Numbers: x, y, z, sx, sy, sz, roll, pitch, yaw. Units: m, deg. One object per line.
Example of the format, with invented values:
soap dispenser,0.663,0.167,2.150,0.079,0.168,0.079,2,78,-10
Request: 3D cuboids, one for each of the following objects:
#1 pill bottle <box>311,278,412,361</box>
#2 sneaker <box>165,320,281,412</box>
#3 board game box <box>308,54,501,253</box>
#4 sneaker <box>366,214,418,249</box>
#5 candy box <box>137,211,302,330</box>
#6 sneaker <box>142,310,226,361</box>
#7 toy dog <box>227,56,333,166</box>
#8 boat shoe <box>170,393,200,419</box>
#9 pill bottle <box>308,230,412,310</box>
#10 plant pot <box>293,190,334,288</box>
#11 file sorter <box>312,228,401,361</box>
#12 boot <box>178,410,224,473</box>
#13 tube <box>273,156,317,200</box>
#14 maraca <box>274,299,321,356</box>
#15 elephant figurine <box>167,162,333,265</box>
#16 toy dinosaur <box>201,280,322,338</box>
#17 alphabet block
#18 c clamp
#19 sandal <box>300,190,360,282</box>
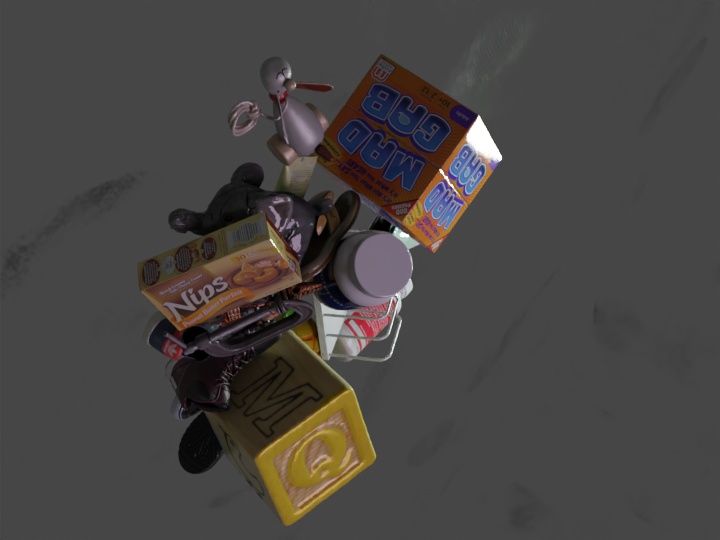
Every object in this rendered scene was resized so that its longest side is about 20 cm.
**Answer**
pill bottle,0.005,0.071,2.110,0.200,0.112,0.113,-43,156,-24
sneaker,-0.203,0.164,1.731,0.199,0.116,0.076,-26,142,-2
board game box,0.078,-0.184,1.772,0.201,0.199,0.200,-54,158,0
sneaker,0.086,-0.093,2.080,0.200,0.074,0.118,-42,161,-22
candy box,-0.195,0.003,1.523,0.198,0.056,0.116,-21,142,10
sneaker,-0.242,0.096,1.683,0.199,0.084,0.075,-20,140,-55
toy dog,-0.086,-0.210,1.542,0.132,0.096,0.200,-57,158,5
boat shoe,-0.232,0.184,1.847,0.200,0.071,0.072,-45,156,-23
pill bottle,0.000,0.000,1.690,0.116,0.116,0.200,-46,-169,-18
plant pot,-0.094,-0.042,1.791,0.200,0.027,0.202,23,90,-85
file sorter,-0.003,0.041,1.914,0.139,0.123,0.201,-70,159,-49
boot,-0.227,0.280,1.982,0.212,0.079,0.158,-55,158,-1
tube,-0.124,-0.088,1.715,0.058,0.051,0.201,-96,-154,-65
maraca,-0.122,0.121,1.930,0.201,0.106,0.138,90,8,-46
elephant figurine,-0.155,-0.082,1.569,0.200,0.140,0.156,50,47,-52
toy dinosaur,-0.154,0.053,1.651,0.136,0.198,0.103,156,-61,-65
alphabet block,-0.120,0.252,1.792,0.196,0.200,0.196,-35,133,-17
c clamp,-0.165,0.085,1.592,0.199,0.027,0.171,-24,157,3
sandal,-0.057,-0.063,1.674,0.080,0.054,0.201,-30,-158,46
